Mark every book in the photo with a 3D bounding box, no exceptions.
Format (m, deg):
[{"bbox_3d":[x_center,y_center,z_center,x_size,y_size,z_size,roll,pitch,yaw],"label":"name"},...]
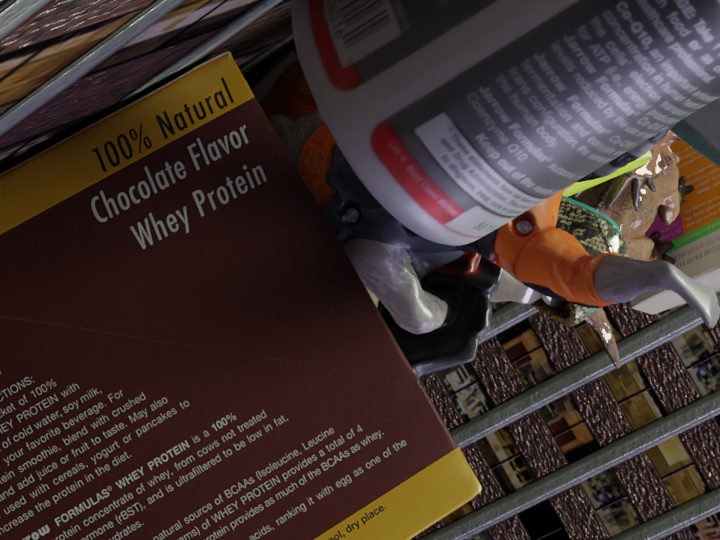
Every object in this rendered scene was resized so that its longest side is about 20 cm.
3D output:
[{"bbox_3d":[0.223,-0.086,1.582,0.133,0.202,0.048,-23,153,38],"label":"book"}]

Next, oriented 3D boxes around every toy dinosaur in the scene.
[{"bbox_3d":[0.156,-0.038,1.490,0.135,0.085,0.202,-26,132,-73],"label":"toy dinosaur"}]

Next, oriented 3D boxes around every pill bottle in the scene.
[{"bbox_3d":[0.085,-0.102,0.817,0.199,0.114,0.114,-30,180,23],"label":"pill bottle"}]

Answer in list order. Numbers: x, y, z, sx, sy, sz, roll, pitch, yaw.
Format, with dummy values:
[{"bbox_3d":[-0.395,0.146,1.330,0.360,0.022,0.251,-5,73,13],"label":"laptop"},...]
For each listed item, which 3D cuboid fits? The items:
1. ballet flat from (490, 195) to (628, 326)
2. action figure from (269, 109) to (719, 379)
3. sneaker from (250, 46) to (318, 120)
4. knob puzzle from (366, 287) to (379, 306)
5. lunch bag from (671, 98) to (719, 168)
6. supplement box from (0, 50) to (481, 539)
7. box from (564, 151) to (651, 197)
[{"bbox_3d":[0.038,-0.031,1.211,0.075,0.199,0.068,-51,162,-37],"label":"ballet flat"},{"bbox_3d":[0.052,-0.059,0.948,0.192,0.202,0.105,-3,162,24],"label":"action figure"},{"bbox_3d":[-0.027,-0.055,1.070,0.199,0.077,0.073,-36,177,21],"label":"sneaker"},{"bbox_3d":[0.000,0.000,1.109,0.220,0.030,0.221,-159,-90,-78],"label":"knob puzzle"},{"bbox_3d":[0.216,-0.104,1.007,0.122,0.200,0.171,-32,157,-33],"label":"lunch bag"},{"bbox_3d":[-0.098,0.058,0.948,0.197,0.201,0.133,-30,179,-23],"label":"supplement box"},{"bbox_3d":[0.053,-0.041,1.363,0.199,0.048,0.122,-21,180,-27],"label":"box"}]
